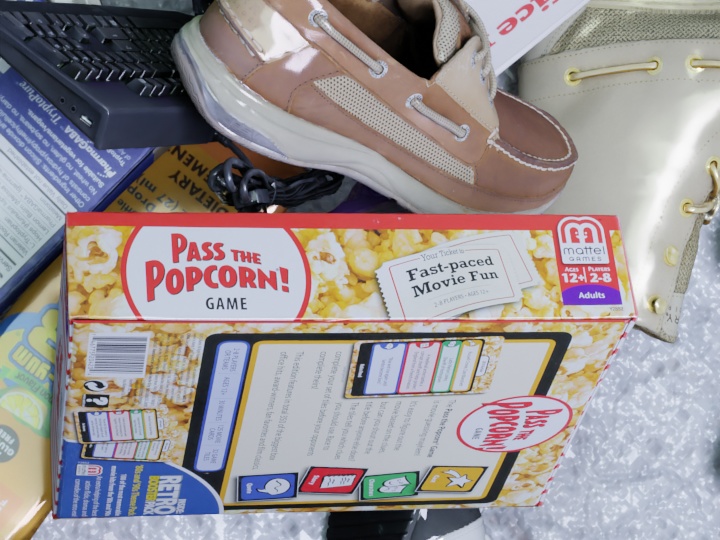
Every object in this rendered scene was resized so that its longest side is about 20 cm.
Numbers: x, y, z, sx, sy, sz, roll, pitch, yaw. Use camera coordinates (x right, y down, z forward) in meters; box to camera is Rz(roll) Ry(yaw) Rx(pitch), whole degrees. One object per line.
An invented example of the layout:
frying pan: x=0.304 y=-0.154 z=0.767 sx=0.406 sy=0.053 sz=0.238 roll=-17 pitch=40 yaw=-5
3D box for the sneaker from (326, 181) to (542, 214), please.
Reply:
sneaker: x=0.000 y=0.000 z=0.868 sx=0.199 sy=0.081 sz=0.089 roll=5 pitch=54 yaw=-19

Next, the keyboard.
keyboard: x=-0.060 y=-0.064 z=0.818 sx=0.127 sy=0.200 sz=0.021 roll=42 pitch=108 yaw=11

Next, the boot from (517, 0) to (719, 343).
boot: x=0.156 y=-0.044 z=0.922 sx=0.198 sy=0.073 sz=0.157 roll=10 pitch=84 yaw=13

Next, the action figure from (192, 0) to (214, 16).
action figure: x=-0.025 y=-0.193 z=0.893 sx=0.193 sy=0.104 sz=0.201 roll=19 pitch=90 yaw=-41

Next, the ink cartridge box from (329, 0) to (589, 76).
ink cartridge box: x=0.003 y=-0.155 z=0.838 sx=0.145 sy=0.200 sz=0.084 roll=-38 pitch=54 yaw=8

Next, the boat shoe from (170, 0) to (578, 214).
boat shoe: x=0.021 y=-0.070 z=0.818 sx=0.072 sy=0.199 sz=0.076 roll=-51 pitch=52 yaw=23

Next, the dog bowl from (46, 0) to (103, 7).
dog bowl: x=-0.199 y=-0.067 z=0.874 sx=0.198 sy=0.074 sz=0.202 roll=1 pitch=84 yaw=-8

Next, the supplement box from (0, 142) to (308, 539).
supplement box: x=-0.107 y=0.021 z=0.891 sx=0.066 sy=0.069 sz=0.200 roll=38 pitch=81 yaw=-4

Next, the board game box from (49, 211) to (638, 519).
board game box: x=-0.013 y=0.039 z=0.797 sx=0.198 sy=0.152 sz=0.047 roll=0 pitch=58 yaw=-11

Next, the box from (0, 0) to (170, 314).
box: x=-0.182 y=-0.024 z=0.818 sx=0.121 sy=0.032 sz=0.200 roll=45 pitch=78 yaw=-1

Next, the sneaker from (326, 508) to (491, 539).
sneaker: x=0.035 y=0.144 z=0.912 sx=0.088 sy=0.074 sz=0.202 roll=10 pitch=81 yaw=-28
